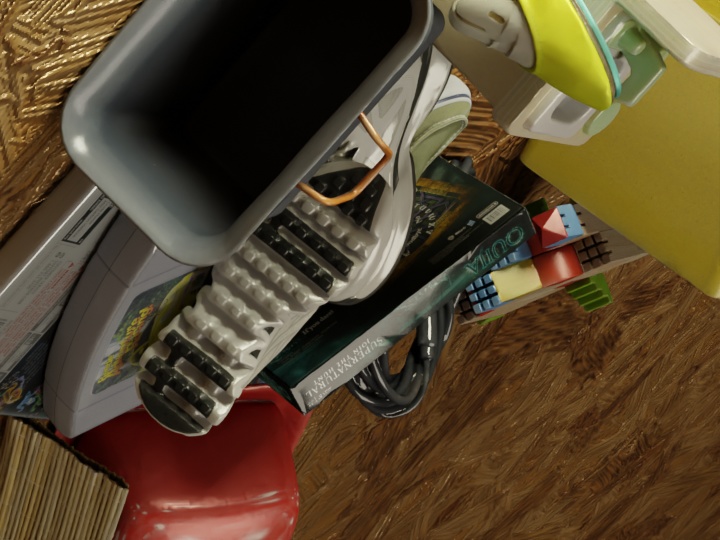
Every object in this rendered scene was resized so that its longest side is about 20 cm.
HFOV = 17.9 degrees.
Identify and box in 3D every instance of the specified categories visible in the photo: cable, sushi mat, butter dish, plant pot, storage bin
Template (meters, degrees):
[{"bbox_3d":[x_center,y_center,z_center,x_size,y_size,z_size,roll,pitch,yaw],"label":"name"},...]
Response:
[{"bbox_3d":[0.038,0.012,1.681,0.163,0.051,0.200,-35,137,-66],"label":"cable"},{"bbox_3d":[-0.211,0.172,1.522,0.012,0.096,0.200,-52,170,-41],"label":"sushi mat"},{"bbox_3d":[-0.123,0.185,1.584,0.200,0.148,0.200,-2,138,-30],"label":"butter dish"},{"bbox_3d":[0.278,-0.124,1.740,0.200,0.200,0.177,-21,141,-48],"label":"plant pot"},{"bbox_3d":[-0.037,-0.102,1.241,0.200,0.146,0.134,-48,171,14],"label":"storage bin"}]

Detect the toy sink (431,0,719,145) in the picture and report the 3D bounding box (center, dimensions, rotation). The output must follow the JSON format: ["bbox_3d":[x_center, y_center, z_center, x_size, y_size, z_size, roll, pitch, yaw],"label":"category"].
[{"bbox_3d":[0.113,-0.146,1.329,0.112,0.200,0.130,-50,161,18],"label":"toy sink"}]

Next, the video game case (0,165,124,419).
[{"bbox_3d":[-0.170,0.009,1.366,0.200,0.023,0.182,-47,160,9],"label":"video game case"}]

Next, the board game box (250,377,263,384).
[{"bbox_3d":[-0.085,0.091,1.690,0.151,0.037,0.200,-21,151,-47],"label":"board game box"}]

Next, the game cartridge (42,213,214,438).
[{"bbox_3d":[-0.125,0.019,1.393,0.133,0.041,0.200,-22,151,-40],"label":"game cartridge"}]

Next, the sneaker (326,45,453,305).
[{"bbox_3d":[-0.020,-0.072,1.396,0.115,0.076,0.201,-5,116,-49],"label":"sneaker"}]

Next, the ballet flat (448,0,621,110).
[{"bbox_3d":[0.068,-0.166,1.226,0.067,0.200,0.067,-26,180,-12],"label":"ballet flat"}]

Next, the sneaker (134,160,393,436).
[{"bbox_3d":[-0.055,0.011,1.375,0.200,0.075,0.081,-46,174,14],"label":"sneaker"}]

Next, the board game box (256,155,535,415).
[{"bbox_3d":[0.000,0.000,1.522,0.200,0.135,0.028,-37,129,-15],"label":"board game box"}]

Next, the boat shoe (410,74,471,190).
[{"bbox_3d":[0.003,-0.053,1.517,0.200,0.062,0.072,-38,160,-14],"label":"boat shoe"}]

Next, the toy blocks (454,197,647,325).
[{"bbox_3d":[0.130,-0.006,1.799,0.200,0.100,0.137,-24,172,34],"label":"toy blocks"}]
